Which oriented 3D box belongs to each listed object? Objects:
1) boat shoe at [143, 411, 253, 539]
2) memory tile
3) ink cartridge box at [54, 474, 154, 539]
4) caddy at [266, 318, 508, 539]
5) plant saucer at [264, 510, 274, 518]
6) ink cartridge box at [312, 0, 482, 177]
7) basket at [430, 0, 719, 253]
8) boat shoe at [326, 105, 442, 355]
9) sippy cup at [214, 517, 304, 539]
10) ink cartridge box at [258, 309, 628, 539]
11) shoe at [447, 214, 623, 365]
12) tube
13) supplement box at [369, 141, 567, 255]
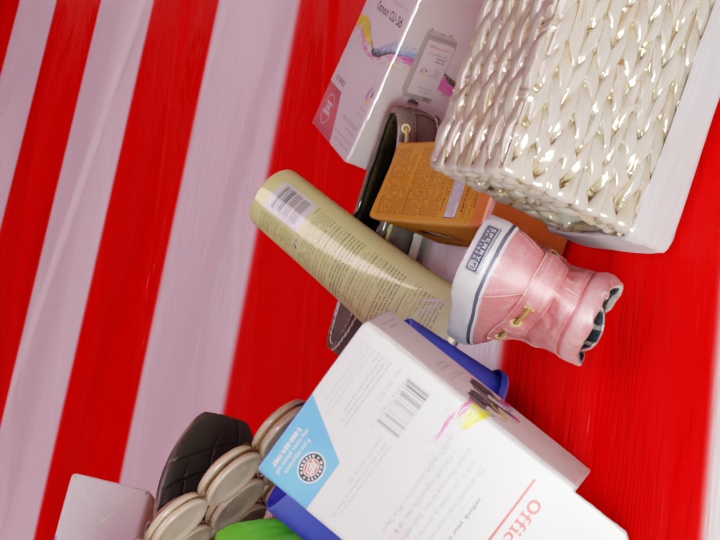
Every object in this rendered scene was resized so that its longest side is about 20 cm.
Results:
[{"bbox_3d":[-0.136,0.207,1.596,0.074,0.075,0.202,162,125,-69],"label":"boat shoe"},{"bbox_3d":[-0.109,0.178,1.475,0.200,0.017,0.154,-40,-20,-17],"label":"memory tile"},{"bbox_3d":[-0.197,0.251,1.699,0.200,0.067,0.116,73,-150,-69],"label":"ink cartridge box"},{"bbox_3d":[0.025,0.125,1.381,0.142,0.105,0.200,-60,8,-34],"label":"caddy"},{"bbox_3d":[-0.083,0.225,1.619,0.201,0.050,0.202,-50,30,42],"label":"plant saucer"},{"bbox_3d":[0.041,-0.181,1.651,0.201,0.067,0.117,-65,22,12],"label":"ink cartridge box"},{"bbox_3d":[0.142,-0.125,1.292,0.135,0.123,0.202,12,83,69],"label":"basket"},{"bbox_3d":[0.014,-0.027,1.593,0.203,0.060,0.072,-67,22,6],"label":"boat shoe"},{"bbox_3d":[-0.097,0.255,1.452,0.139,0.130,0.179,5,105,53],"label":"sippy cup"},{"bbox_3d":[0.055,0.132,1.242,0.115,0.200,0.068,-53,-9,12],"label":"ink cartridge box"},{"bbox_3d":[0.109,0.025,1.315,0.072,0.091,0.200,-60,-9,-8],"label":"shoe"},{"bbox_3d":[0.000,0.000,1.529,0.200,0.052,0.058,39,153,31],"label":"tube"},{"bbox_3d":[0.079,-0.052,1.453,0.200,0.066,0.069,4,74,67],"label":"supplement box"}]
